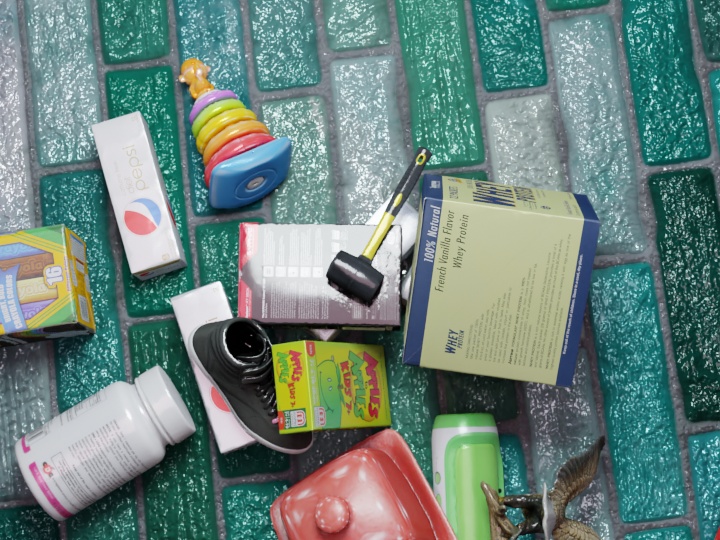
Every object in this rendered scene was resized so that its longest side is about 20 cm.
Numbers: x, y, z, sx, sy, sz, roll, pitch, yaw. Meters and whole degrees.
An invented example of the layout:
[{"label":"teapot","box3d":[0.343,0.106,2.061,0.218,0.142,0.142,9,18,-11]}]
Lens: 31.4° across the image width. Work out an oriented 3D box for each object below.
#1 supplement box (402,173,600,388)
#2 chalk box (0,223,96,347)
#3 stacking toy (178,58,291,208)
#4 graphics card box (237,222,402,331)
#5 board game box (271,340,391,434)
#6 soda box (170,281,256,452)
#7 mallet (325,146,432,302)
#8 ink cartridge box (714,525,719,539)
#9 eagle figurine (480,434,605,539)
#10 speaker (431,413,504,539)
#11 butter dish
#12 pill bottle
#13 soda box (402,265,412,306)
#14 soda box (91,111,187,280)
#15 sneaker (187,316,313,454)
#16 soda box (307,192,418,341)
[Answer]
[{"label":"supplement box","box3d":[0.158,0.008,1.487,0.197,0.134,0.203,7,106,1]},{"label":"chalk box","box3d":[-0.444,0.027,1.591,0.197,0.125,0.126,-8,82,-2]},{"label":"stacking toy","box3d":[-0.180,-0.190,1.642,0.115,0.110,0.201,-25,71,-19]},{"label":"graphics card box","box3d":[-0.047,0.007,1.544,0.197,0.051,0.127,0,79,2]},{"label":"board game box","box3d":[-0.031,0.140,1.534,0.047,0.199,0.103,-10,81,27]},{"label":"soda box","box3d":[-0.172,0.122,1.594,0.067,0.064,0.202,-19,83,-5]},{"label":"mallet","box3d":[0.022,-0.063,1.516,0.065,0.041,0.202,22,75,1]},{"label":"ink cartridge box","box3d":[0.478,0.390,1.560,0.115,0.067,0.202,23,82,3]},{"label":"eagle figurine","box3d":[0.237,0.286,1.525,0.198,0.153,0.151,-1,37,-23]},{"label":"speaker","box3d":[0.131,0.279,1.570,0.087,0.088,0.203,-2,81,0]},{"label":"butter dish","box3d":[-0.013,0.299,1.512,0.199,0.148,0.201,-33,62,5]},{"label":"pill bottle","box3d":[-0.310,0.208,1.568,0.199,0.113,0.114,-31,82,-4]},{"label":"soda box","box3d":[0.145,0.055,1.613,0.199,0.063,0.069,30,83,5]},{"label":"soda box","box3d":[-0.282,-0.095,1.638,0.067,0.064,0.202,-17,82,-2]},{"label":"sneaker","box3d":[-0.116,0.136,1.506,0.200,0.099,0.071,49,60,-8]},{"label":"soda box","box3d":[0.000,0.000,1.612,0.064,0.068,0.200,42,84,6]}]
